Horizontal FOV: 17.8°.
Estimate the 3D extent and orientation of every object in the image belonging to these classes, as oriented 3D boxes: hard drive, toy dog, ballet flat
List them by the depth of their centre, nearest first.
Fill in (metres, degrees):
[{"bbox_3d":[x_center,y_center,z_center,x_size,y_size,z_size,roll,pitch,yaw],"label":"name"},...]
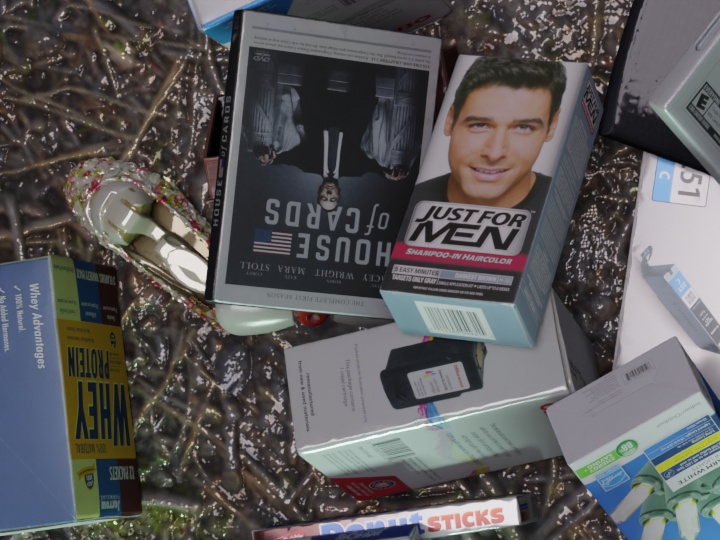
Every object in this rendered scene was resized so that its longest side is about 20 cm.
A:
[{"bbox_3d":[0.253,-0.168,1.608,0.135,0.042,0.200,21,101,10],"label":"hard drive"},{"bbox_3d":[0.000,0.000,1.694,0.200,0.096,0.132,13,131,-13],"label":"toy dog"},{"bbox_3d":[-0.151,-0.026,1.755,0.200,0.064,0.076,34,96,15],"label":"ballet flat"}]

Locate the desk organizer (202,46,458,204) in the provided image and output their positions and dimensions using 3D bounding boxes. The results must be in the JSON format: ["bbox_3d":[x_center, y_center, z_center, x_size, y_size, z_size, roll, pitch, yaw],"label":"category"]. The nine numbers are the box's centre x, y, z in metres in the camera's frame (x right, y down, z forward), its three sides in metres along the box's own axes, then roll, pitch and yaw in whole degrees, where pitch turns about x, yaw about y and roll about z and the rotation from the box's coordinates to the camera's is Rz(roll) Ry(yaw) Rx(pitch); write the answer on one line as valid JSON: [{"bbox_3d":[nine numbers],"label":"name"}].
[{"bbox_3d":[-0.019,-0.108,1.714,0.200,0.072,0.077,-10,96,14],"label":"desk organizer"}]

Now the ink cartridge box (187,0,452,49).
[{"bbox_3d":[-0.033,-0.215,1.667,0.146,0.200,0.086,-23,79,12],"label":"ink cartridge box"}]

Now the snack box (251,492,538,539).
[{"bbox_3d":[0.026,0.187,1.689,0.200,0.072,0.024,-9,86,14],"label":"snack box"}]

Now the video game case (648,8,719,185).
[{"bbox_3d":[0.304,-0.126,1.574,0.182,0.200,0.023,-52,38,-5],"label":"video game case"}]

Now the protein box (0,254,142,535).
[{"bbox_3d":[-0.291,0.103,1.746,0.200,0.135,0.199,-9,84,14],"label":"protein box"}]

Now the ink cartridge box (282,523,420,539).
[{"bbox_3d":[-0.036,0.291,1.668,0.199,0.041,0.200,-7,101,14],"label":"ink cartridge box"}]

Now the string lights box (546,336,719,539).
[{"bbox_3d":[0.220,0.144,1.581,0.103,0.200,0.059,-31,40,11],"label":"string lights box"}]

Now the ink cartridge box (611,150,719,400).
[{"bbox_3d":[0.281,-0.002,1.650,0.176,0.045,0.200,7,88,16],"label":"ink cartridge box"}]

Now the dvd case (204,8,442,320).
[{"bbox_3d":[-0.025,-0.071,1.587,0.150,0.025,0.200,6,90,-22],"label":"dvd case"}]

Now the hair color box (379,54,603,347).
[{"bbox_3d":[0.093,-0.050,1.588,0.099,0.061,0.200,6,59,23],"label":"hair color box"}]

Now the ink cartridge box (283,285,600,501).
[{"bbox_3d":[0.065,0.091,1.643,0.200,0.146,0.083,-14,67,13],"label":"ink cartridge box"}]
